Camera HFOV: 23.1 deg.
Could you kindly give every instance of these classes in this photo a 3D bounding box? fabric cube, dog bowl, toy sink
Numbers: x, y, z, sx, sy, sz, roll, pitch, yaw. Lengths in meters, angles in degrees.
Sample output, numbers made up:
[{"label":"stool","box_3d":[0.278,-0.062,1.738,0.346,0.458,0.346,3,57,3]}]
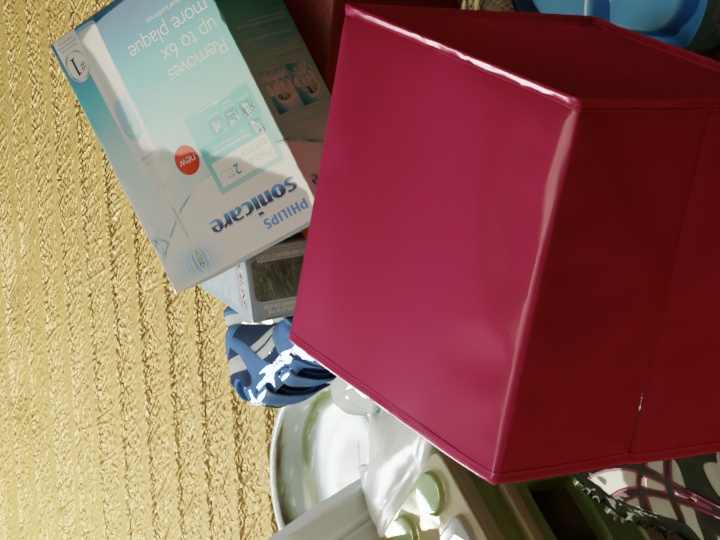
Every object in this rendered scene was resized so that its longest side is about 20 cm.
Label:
[{"label":"fabric cube","box_3d":[0.104,-0.024,0.965,0.196,0.199,0.201,30,116,49]},{"label":"dog bowl","box_3d":[0.169,-0.190,1.126,0.200,0.049,0.112,18,109,54]},{"label":"toy sink","box_3d":[0.092,0.195,1.163,0.131,0.199,0.112,60,140,33]}]

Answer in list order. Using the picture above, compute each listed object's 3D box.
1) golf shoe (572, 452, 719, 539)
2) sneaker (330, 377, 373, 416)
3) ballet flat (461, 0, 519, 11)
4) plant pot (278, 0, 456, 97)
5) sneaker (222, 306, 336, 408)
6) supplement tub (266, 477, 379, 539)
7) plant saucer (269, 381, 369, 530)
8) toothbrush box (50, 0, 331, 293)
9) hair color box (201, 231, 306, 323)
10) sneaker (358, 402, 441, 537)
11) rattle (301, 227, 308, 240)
[{"label":"golf shoe","box_3d":[0.203,0.135,1.117,0.200,0.077,0.088,42,108,44]},{"label":"sneaker","box_3d":[0.044,0.104,1.291,0.200,0.072,0.085,-17,78,55]},{"label":"ballet flat","box_3d":[0.084,-0.107,1.165,0.067,0.046,0.201,119,149,-68]},{"label":"plant pot","box_3d":[-0.035,-0.209,1.324,0.176,0.199,0.201,23,114,38]},{"label":"sneaker","box_3d":[-0.049,0.071,1.400,0.200,0.073,0.083,1,86,64]},{"label":"supplement tub","box_3d":[0.013,0.267,1.306,0.201,0.132,0.132,56,143,2]},{"label":"plant saucer","box_3d":[-0.006,0.180,1.448,0.200,0.050,0.202,13,106,55]},{"label":"toothbrush box","box_3d":[-0.103,-0.108,1.238,0.146,0.085,0.201,-26,92,33]},{"label":"hair color box","box_3d":[-0.066,-0.008,1.416,0.200,0.098,0.061,-155,56,-72]},{"label":"sneaker","box_3d":[0.044,0.102,1.203,0.089,0.075,0.201,57,135,33]},{"label":"rattle","box_3d":[0.000,0.000,1.204,0.142,0.200,0.131,25,128,7]}]
